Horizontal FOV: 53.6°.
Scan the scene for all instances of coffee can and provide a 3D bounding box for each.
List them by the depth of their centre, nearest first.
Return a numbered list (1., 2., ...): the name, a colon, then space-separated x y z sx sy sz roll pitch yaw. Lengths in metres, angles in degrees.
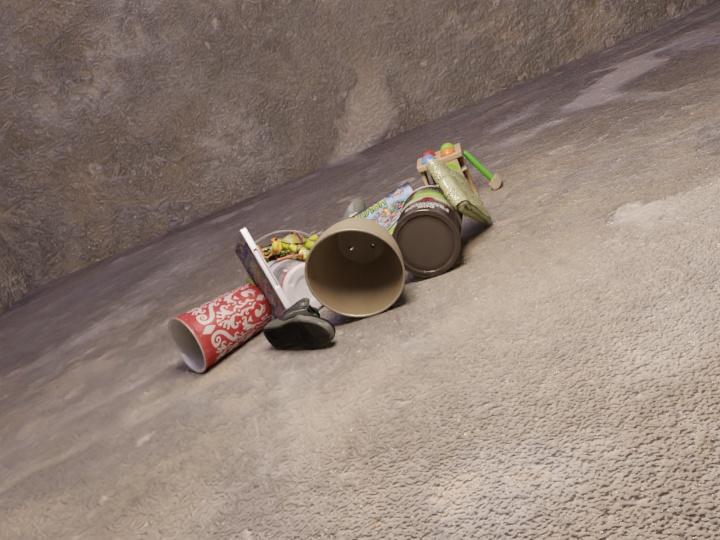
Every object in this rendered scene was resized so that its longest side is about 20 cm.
1. coffee can: 0.149 -0.090 1.558 0.145 0.147 0.200 -19 17 16

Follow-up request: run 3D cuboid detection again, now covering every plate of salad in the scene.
1. plate of salad: -0.195 -0.022 1.799 0.199 0.201 0.048 -23 48 4

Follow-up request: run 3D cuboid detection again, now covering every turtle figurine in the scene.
1. turtle figurine: -0.151 -0.061 1.680 0.160 0.065 0.199 -5 7 -33

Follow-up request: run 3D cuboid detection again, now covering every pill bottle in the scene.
1. pill bottle: -0.161 0.031 1.671 0.113 0.115 0.200 -30 17 -21

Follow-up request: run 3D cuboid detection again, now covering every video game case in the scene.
1. video game case: -0.219 0.014 1.585 0.018 0.201 0.143 -29 -6 -20

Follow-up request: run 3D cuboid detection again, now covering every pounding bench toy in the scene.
1. pounding bench toy: 0.266 -0.269 1.923 0.199 0.157 0.124 -20 17 12

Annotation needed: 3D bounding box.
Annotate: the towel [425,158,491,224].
1. towel: 0.225 -0.177 1.600 0.036 0.149 0.200 -40 -26 20

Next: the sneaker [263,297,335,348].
1. sneaker: -0.104 0.101 1.445 0.199 0.077 0.114 -12 26 51

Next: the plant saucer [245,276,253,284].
1. plant saucer: -0.244 -0.002 2.034 0.199 0.031 0.200 -23 17 7

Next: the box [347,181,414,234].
1. box: 0.056 -0.116 1.722 0.199 0.035 0.111 -31 57 12

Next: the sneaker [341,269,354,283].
1. sneaker: -0.023 -0.013 1.608 0.093 0.071 0.200 -31 14 -3

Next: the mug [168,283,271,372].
1. mug: -0.321 0.119 1.604 0.199 0.134 0.177 -32 20 -36

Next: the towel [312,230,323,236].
1. towel: -0.179 -0.041 1.911 0.199 0.035 0.133 -29 8 9

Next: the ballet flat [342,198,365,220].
1. ballet flat: -0.025 -0.090 1.829 0.064 0.067 0.201 14 76 56

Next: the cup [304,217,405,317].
1. cup: -0.004 -0.027 1.447 0.199 0.201 0.144 -19 27 17
